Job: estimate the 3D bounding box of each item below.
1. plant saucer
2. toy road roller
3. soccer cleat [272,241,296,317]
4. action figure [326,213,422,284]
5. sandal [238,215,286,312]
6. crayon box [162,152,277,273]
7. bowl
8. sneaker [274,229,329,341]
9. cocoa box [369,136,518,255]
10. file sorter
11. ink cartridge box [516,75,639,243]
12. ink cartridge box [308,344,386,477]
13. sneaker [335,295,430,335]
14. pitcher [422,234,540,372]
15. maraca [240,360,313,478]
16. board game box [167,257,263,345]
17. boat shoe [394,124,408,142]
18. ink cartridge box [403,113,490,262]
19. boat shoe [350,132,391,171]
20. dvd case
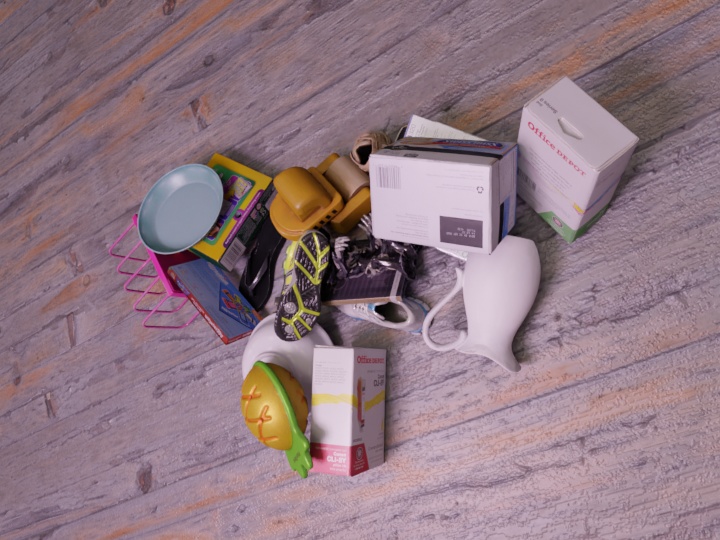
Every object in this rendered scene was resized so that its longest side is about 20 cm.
[{"bbox_3d":[-0.353,-0.117,1.226,0.194,0.036,0.205,-9,63,17],"label":"plant saucer"},{"bbox_3d":[-0.074,-0.137,1.111,0.199,0.147,0.123,-40,66,-8],"label":"toy road roller"},{"bbox_3d":[-0.114,0.017,1.190,0.081,0.065,0.206,10,84,4],"label":"soccer cleat"},{"bbox_3d":[0.005,-0.036,1.048,0.195,0.104,0.120,3,39,31],"label":"action figure"},{"bbox_3d":[-0.205,-0.016,1.241,0.075,0.043,0.206,17,91,27],"label":"sandal"},{"bbox_3d":[-0.283,-0.122,1.259,0.170,0.058,0.203,25,75,28],"label":"crayon box"},{"bbox_3d":[-0.144,0.185,1.123,0.195,0.090,0.207,4,100,19],"label":"bowl"},{"bbox_3d":[-0.097,0.027,1.063,0.074,0.077,0.205,18,104,-11],"label":"sneaker"},{"bbox_3d":[0.128,-0.121,0.935,0.195,0.131,0.137,10,119,29],"label":"cocoa box"},{"bbox_3d":[-0.420,0.009,1.296,0.125,0.138,0.202,-41,67,19],"label":"file sorter"},{"bbox_3d":[0.306,-0.158,0.909,0.087,0.201,0.146,-36,65,-8],"label":"ink cartridge box"},{"bbox_3d":[-0.019,0.234,1.053,0.081,0.144,0.206,-2,82,25],"label":"ink cartridge box"},{"bbox_3d":[0.026,0.060,1.091,0.195,0.086,0.077,12,90,29],"label":"sneaker"},{"bbox_3d":[0.193,0.042,0.979,0.167,0.121,0.206,11,93,1],"label":"pitcher"},{"bbox_3d":[-0.132,0.242,1.010,0.202,0.105,0.138,57,151,22],"label":"maraca"},{"bbox_3d":[-0.281,0.054,1.204,0.200,0.102,0.020,46,126,20],"label":"board game box"},{"bbox_3d":[0.074,-0.165,1.101,0.062,0.073,0.205,14,85,67],"label":"boat shoe"},{"bbox_3d":[0.147,-0.139,1.053,0.196,0.043,0.201,24,100,16],"label":"ink cartridge box"},{"bbox_3d":[0.017,-0.214,1.092,0.073,0.063,0.200,-66,22,13],"label":"boat shoe"},{"bbox_3d":[0.000,0.000,1.106,0.195,0.016,0.151,-6,45,27],"label":"dvd case"}]
